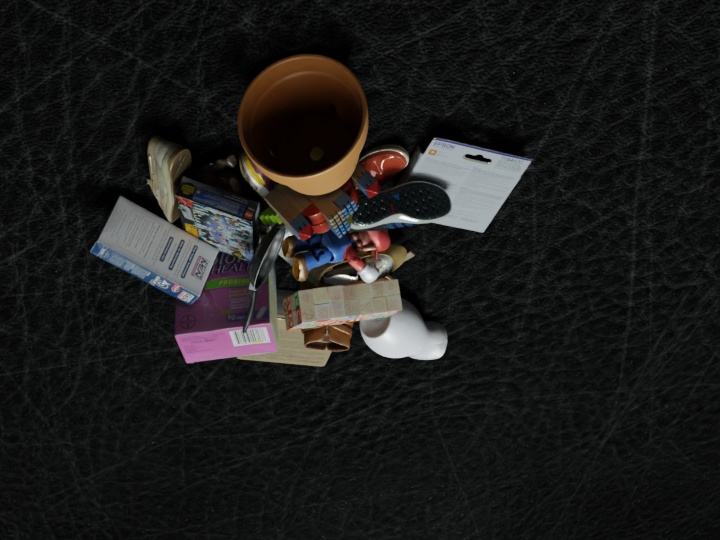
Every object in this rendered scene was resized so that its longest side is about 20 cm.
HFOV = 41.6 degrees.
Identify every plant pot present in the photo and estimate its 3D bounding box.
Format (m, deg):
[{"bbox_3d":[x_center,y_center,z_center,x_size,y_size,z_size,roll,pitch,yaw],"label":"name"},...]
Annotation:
[{"bbox_3d":[-0.078,-0.206,1.452,0.195,0.204,0.140,-9,159,4],"label":"plant pot"}]

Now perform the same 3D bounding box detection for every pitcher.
[{"bbox_3d":[0.064,0.129,1.976,0.169,0.124,0.199,-11,157,32],"label":"pitcher"}]

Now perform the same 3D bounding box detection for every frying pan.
[{"bbox_3d":[-0.169,0.004,1.619,0.030,0.116,0.192,25,131,4],"label":"frying pan"}]

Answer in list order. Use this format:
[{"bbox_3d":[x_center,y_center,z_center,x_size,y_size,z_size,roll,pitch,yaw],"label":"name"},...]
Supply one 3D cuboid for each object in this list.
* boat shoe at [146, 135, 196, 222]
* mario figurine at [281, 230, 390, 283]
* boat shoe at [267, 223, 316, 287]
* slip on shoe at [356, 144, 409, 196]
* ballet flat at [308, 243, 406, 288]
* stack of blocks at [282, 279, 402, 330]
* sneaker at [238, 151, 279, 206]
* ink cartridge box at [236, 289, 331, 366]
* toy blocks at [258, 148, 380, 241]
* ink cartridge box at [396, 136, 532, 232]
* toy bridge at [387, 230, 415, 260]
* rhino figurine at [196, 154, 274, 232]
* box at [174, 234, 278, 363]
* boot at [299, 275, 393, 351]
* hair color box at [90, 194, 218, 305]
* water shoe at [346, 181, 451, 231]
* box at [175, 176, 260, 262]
[{"bbox_3d":[-0.321,-0.154,1.582,0.064,0.073,0.201,32,154,9],"label":"boat shoe"},{"bbox_3d":[-0.038,-0.032,1.681,0.196,0.126,0.106,-14,-176,-23],"label":"mario figurine"},{"bbox_3d":[-0.089,-0.032,1.764,0.071,0.071,0.200,-23,138,27],"label":"boat shoe"},{"bbox_3d":[0.003,-0.149,1.632,0.198,0.062,0.074,-29,136,25],"label":"slip on shoe"},{"bbox_3d":[0.000,0.000,1.745,0.196,0.063,0.070,-12,125,-13],"label":"ballet flat"},{"bbox_3d":[-0.035,0.064,1.751,0.196,0.060,0.115,-6,172,-20],"label":"stack of blocks"},{"bbox_3d":[-0.118,-0.146,1.608,0.089,0.076,0.200,-23,142,22],"label":"sneaker"},{"bbox_3d":[-0.148,0.118,1.948,0.196,0.076,0.166,7,140,-17],"label":"ink cartridge box"},{"bbox_3d":[-0.056,-0.115,1.532,0.199,0.137,0.100,-41,147,-7],"label":"toy blocks"},{"bbox_3d":[0.172,-0.159,1.661,0.195,0.041,0.201,10,140,-20],"label":"ink cartridge box"},{"bbox_3d":[0.020,-0.069,1.767,0.066,0.028,0.199,-28,138,26],"label":"toy bridge"},{"bbox_3d":[-0.209,-0.123,1.632,0.086,0.061,0.200,-3,149,29],"label":"rhino figurine"},{"bbox_3d":[-0.244,0.050,1.739,0.172,0.203,0.098,-6,144,1],"label":"box"},{"bbox_3d":[-0.026,0.082,1.851,0.195,0.157,0.074,-6,145,1],"label":"boot"},{"bbox_3d":[-0.357,-0.033,1.649,0.198,0.102,0.060,30,150,-17],"label":"hair color box"},{"bbox_3d":[0.058,-0.108,1.629,0.195,0.073,0.079,-6,173,-17],"label":"water shoe"},{"bbox_3d":[-0.239,-0.082,1.618,0.134,0.041,0.201,19,160,2],"label":"box"}]
